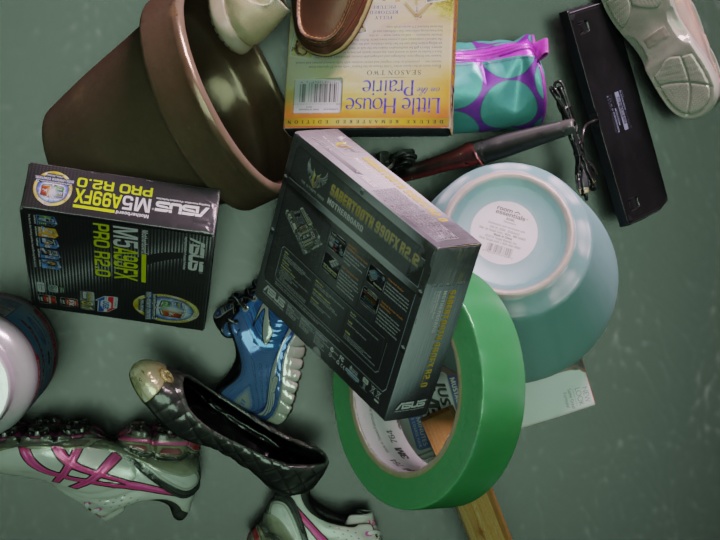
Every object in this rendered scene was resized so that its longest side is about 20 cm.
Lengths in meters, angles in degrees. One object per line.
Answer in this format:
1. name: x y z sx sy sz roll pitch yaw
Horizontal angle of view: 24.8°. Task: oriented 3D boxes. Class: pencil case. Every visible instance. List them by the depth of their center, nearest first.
1. pencil case: 0.064 -0.167 1.454 0.198 0.086 0.093 -2 139 -4

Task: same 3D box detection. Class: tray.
1. tray: 0.110 0.227 1.454 0.037 0.099 0.201 -23 120 -1

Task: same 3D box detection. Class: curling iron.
1. curling iron: 0.097 -0.103 1.452 0.198 0.050 0.026 -10 80 22

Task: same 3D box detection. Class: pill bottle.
1. pill bottle: -0.324 0.083 1.399 0.108 0.200 0.110 0 96 -3

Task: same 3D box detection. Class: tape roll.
1. tape roll: 0.053 0.096 1.353 0.048 0.200 0.202 2 96 -38

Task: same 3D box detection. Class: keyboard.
1. keyboard: 0.214 -0.136 1.469 0.127 0.021 0.202 -22 97 -45

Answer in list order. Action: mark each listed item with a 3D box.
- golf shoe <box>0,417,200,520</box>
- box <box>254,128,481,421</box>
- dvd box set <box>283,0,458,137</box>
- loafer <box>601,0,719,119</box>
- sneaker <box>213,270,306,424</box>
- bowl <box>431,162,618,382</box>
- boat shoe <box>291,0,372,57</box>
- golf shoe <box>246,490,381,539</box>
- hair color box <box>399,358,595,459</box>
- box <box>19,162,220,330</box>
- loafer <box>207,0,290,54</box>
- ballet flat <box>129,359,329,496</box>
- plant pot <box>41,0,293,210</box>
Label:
1. golf shoe: -0.243 0.181 1.470 0.198 0.073 0.093 4 97 -4
2. box: 0.000 0.000 1.325 0.048 0.200 0.160 -6 123 -39
3. dvd box set: 0.012 -0.213 1.396 0.145 0.029 0.202 0 79 12
4. loafer: 0.270 -0.233 1.483 0.072 0.063 0.201 -24 94 32
5. sneaker: -0.085 0.034 1.471 0.088 0.079 0.202 13 95 -7
6. bowl: 0.129 -0.012 1.425 0.199 0.105 0.203 -1 70 4
7. boat shoe: -0.019 -0.280 1.365 0.071 0.068 0.202 12 81 14
8. golf shoe: -0.002 0.270 1.500 0.199 0.073 0.092 36 91 -6
9. hair color box: 0.101 0.097 1.495 0.198 0.064 0.112 -18 96 -3
10. box: -0.204 -0.016 1.401 0.159 0.200 0.045 9 64 -5
11. loafer: -0.096 -0.282 1.412 0.068 0.076 0.202 -15 69 17
12. ballet flat: -0.116 0.131 1.447 0.199 0.067 0.057 34 123 -18
13. plant pot: -0.174 -0.126 1.409 0.173 0.200 0.202 -23 97 17
